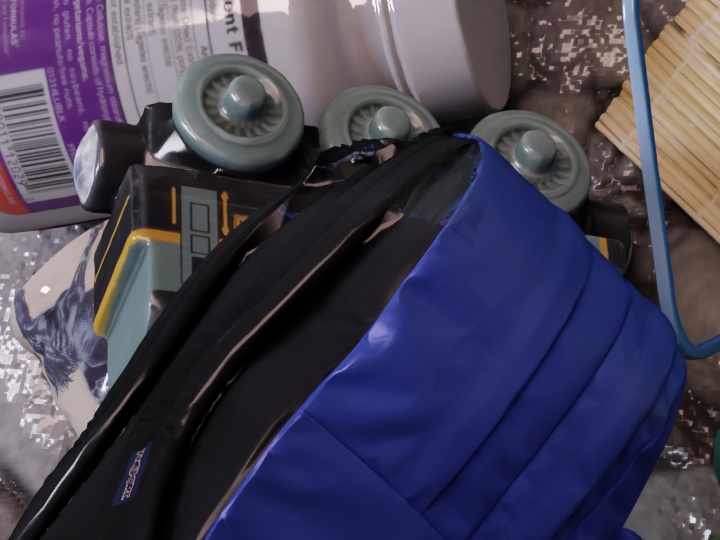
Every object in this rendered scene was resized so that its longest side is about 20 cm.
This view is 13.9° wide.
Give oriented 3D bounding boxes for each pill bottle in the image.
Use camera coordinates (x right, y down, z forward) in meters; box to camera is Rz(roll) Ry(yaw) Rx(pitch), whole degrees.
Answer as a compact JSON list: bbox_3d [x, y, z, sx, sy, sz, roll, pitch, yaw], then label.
[{"bbox_3d":[-0.051,-0.082,1.078,0.199,0.112,0.112,-9,61,15],"label":"pill bottle"}]

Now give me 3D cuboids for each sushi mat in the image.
[{"bbox_3d":[0.172,-0.028,1.015,0.096,0.012,0.200,-49,57,10],"label":"sushi mat"}]

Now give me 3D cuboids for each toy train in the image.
[{"bbox_3d":[0.000,0.000,0.996,0.199,0.085,0.115,10,54,-17],"label":"toy train"}]

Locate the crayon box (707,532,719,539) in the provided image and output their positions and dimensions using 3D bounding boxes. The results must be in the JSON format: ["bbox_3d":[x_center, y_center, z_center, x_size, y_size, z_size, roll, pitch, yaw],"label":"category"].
[{"bbox_3d":[0.126,0.177,0.850,0.125,0.052,0.201,16,70,16],"label":"crayon box"}]

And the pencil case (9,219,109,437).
[{"bbox_3d":[-0.047,0.064,1.023,0.078,0.089,0.200,-52,54,23],"label":"pencil case"}]

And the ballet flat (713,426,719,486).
[{"bbox_3d":[0.173,0.070,0.858,0.200,0.070,0.068,26,89,40],"label":"ballet flat"}]

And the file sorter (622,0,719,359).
[{"bbox_3d":[0.194,-0.047,0.893,0.199,0.123,0.140,-4,99,28],"label":"file sorter"}]

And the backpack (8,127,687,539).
[{"bbox_3d":[0.003,0.069,0.871,0.201,0.168,0.162,-57,23,-16],"label":"backpack"}]
